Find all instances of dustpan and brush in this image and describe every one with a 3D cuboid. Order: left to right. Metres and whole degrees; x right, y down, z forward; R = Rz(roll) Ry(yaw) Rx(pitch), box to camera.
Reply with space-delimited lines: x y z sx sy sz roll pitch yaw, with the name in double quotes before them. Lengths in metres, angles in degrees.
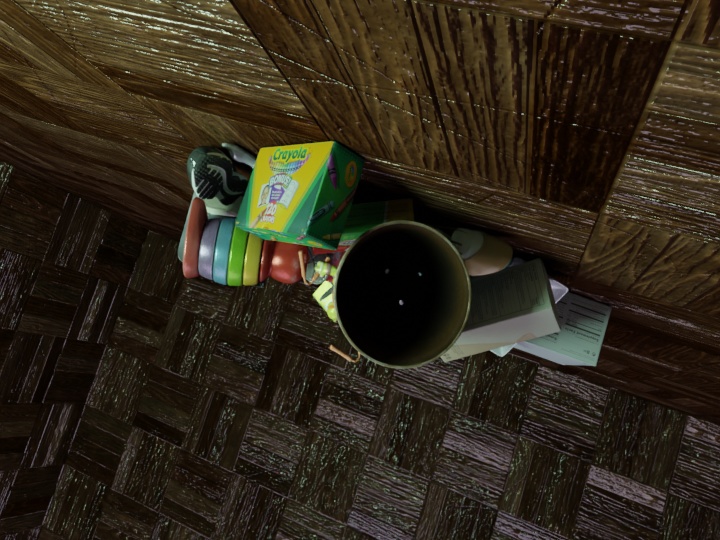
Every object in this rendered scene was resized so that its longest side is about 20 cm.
"dustpan and brush" -0.141 -0.144 0.988 0.196 0.059 0.138 17 -175 -39

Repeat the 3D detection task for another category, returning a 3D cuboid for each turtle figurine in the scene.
"turtle figurine" -0.011 0.029 1.013 0.064 0.160 0.204 -18 105 48

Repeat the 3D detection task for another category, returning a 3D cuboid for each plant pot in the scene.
"plant pot" 0.061 0.025 0.905 0.182 0.193 0.200 18 -175 2

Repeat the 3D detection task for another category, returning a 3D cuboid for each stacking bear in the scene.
"stacking bear" -0.180 -0.030 1.008 0.193 0.117 0.122 9 151 -7

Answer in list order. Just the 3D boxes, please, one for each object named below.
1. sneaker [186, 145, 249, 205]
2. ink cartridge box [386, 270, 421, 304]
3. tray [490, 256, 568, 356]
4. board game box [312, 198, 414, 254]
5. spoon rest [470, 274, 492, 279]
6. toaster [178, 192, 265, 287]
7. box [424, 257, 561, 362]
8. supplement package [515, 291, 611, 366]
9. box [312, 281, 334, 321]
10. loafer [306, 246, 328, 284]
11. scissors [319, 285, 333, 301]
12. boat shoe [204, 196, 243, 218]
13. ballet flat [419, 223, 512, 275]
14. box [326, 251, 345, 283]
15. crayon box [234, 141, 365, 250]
"sneaker" -0.238 -0.158 0.974 0.080 0.074 0.200 47 177 4
"ink cartridge box" 0.102 0.050 1.270 0.200 0.083 0.146 46 178 2
"tray" 0.255 0.062 1.064 0.105 0.022 0.202 28 131 -4
"board game box" -0.004 -0.065 0.967 0.148 0.042 0.200 -6 175 -4
"spoon rest" 0.152 -0.022 1.039 0.195 0.061 0.100 5 142 38
"toaster" -0.264 -0.079 1.287 0.116 0.206 0.179 17 -179 34
"box" 0.206 0.065 0.978 0.195 0.097 0.078 -17 141 21
"supplement package" 0.364 0.106 1.197 0.151 0.114 0.200 18 173 5
"box" -0.023 0.048 1.273 0.076 0.050 0.199 48 -163 9
"loafer" -0.115 -0.070 1.132 0.203 0.071 0.063 56 -168 -3
"scissors" 0.000 0.000 1.086 0.014 0.201 0.074 20 150 34
"boat shoe" -0.183 -0.082 1.085 0.194 0.074 0.064 15 133 2
"ballet flat" 0.138 -0.037 0.939 0.063 0.070 0.197 40 161 -34
"box" -0.052 -0.038 1.183 0.196 0.106 0.093 16 -164 36
"crayon box" -0.087 -0.101 0.833 0.057 0.122 0.197 23 172 -36
